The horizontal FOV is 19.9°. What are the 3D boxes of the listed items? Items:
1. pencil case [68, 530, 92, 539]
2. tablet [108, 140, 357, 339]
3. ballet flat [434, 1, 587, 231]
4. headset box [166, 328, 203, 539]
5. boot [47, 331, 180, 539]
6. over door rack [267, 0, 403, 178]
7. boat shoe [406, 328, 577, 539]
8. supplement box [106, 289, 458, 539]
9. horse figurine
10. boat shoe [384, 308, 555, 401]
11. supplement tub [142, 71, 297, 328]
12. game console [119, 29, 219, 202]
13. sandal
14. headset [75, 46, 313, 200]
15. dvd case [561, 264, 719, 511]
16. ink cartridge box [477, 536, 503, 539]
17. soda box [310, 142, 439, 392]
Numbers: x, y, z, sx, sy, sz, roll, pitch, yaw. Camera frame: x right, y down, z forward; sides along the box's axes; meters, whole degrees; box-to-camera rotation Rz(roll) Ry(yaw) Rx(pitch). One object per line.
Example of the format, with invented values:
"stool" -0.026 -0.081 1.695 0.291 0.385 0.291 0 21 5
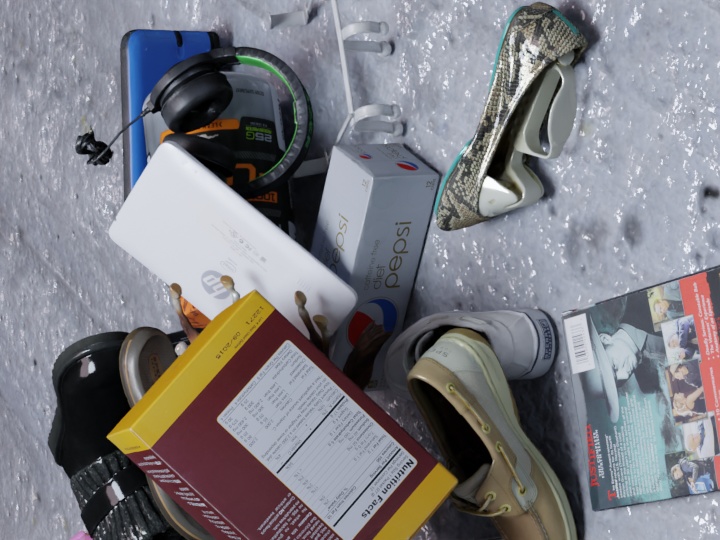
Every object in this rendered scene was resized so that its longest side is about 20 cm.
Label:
"pencil case" -0.242 0.352 2.061 0.200 0.082 0.087 54 136 41
"tablet" -0.105 -0.004 1.648 0.200 0.014 0.130 40 133 2
"ballet flat" 0.113 -0.095 1.493 0.075 0.068 0.201 40 125 29
"headset box" -0.172 0.164 1.907 0.174 0.092 0.201 -19 86 56
"boot" -0.212 0.166 1.807 0.212 0.079 0.158 105 144 -52
"over door rack" -0.014 -0.173 1.686 0.200 0.066 0.149 149 114 -69
"boat shoe" 0.091 0.144 1.488 0.074 0.066 0.201 -18 101 54
"supplement box" -0.063 0.138 1.501 0.200 0.133 0.197 43 167 -4
"horse figurine" -0.072 0.069 1.636 0.199 0.050 0.133 10 131 19
"boat shoe" 0.066 0.068 1.571 0.200 0.065 0.073 -7 87 57
"supplement tub" -0.119 -0.058 1.760 0.122 0.122 0.201 -28 66 54
"game console" -0.190 -0.119 1.894 0.118 0.170 0.202 2 95 38
"sandal" -0.145 0.141 1.738 0.054 0.082 0.201 -11 97 32
"headset" -0.136 -0.112 1.684 0.094 0.198 0.124 56 -152 -76
"dvd case" 0.212 0.081 1.386 0.200 0.022 0.147 -21 75 55
"ink cartridge box" 0.041 0.293 1.575 0.200 0.125 0.129 -39 61 52
"soda box" 0.000 0.000 1.664 0.064 0.068 0.201 41 126 47
